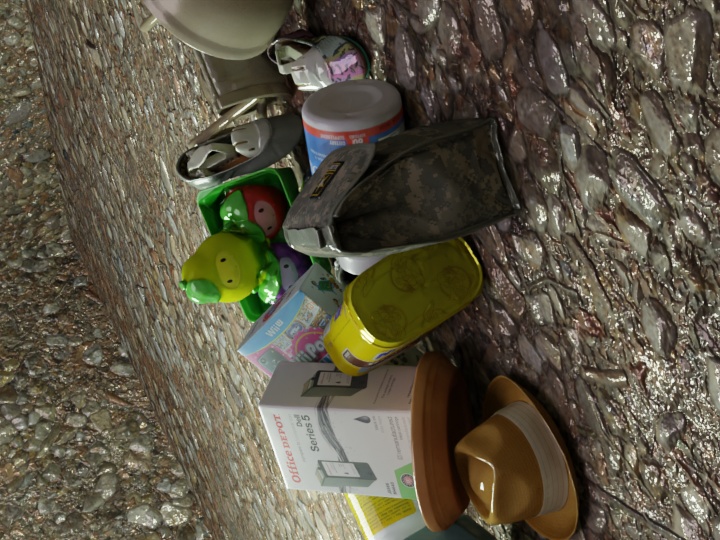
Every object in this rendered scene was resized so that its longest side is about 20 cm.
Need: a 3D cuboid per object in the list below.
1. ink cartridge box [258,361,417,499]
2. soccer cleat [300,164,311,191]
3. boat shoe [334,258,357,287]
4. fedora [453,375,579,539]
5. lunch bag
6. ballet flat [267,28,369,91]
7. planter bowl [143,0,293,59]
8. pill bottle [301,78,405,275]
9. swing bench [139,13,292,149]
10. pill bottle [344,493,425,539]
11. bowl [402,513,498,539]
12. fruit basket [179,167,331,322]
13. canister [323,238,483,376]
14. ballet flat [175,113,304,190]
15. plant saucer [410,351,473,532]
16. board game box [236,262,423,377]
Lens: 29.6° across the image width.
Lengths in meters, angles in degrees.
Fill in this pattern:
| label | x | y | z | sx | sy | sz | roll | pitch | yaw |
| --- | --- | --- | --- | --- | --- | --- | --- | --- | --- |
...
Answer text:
| label | x | y | z | sx | sy | sz | roll | pitch | yaw |
| --- | --- | --- | --- | --- | --- | --- | --- | --- | --- |
| ink cartridge box | -0.005 | 0.189 | 1.621 | 0.084 | 0.198 | 0.146 | -64 | -33 | -48 |
| soccer cleat | -0.041 | -0.099 | 1.724 | 0.200 | 0.067 | 0.082 | 172 | 91 | -72 |
| boat shoe | 0.000 | 0.000 | 1.699 | 0.200 | 0.065 | 0.072 | 43 | 148 | 54 |
| fedora | 0.155 | 0.211 | 1.450 | 0.201 | 0.081 | 0.202 | 54 | 156 | 38 |
| lunch bag | 0.026 | -0.073 | 1.335 | 0.164 | 0.199 | 0.118 | 6 | 116 | 71 |
| ballet flat | -0.058 | -0.243 | 1.601 | 0.200 | 0.071 | 0.070 | 34 | 140 | 60 |
| planter bowl | -0.150 | -0.366 | 1.589 | 0.135 | 0.199 | 0.201 | -40 | 69 | 43 |
| pill bottle | 0.002 | -0.100 | 1.516 | 0.112 | 0.112 | 0.201 | 44 | 149 | 53 |
| swing bench | -0.189 | -0.296 | 1.843 | 0.200 | 0.129 | 0.200 | 69 | 157 | 5 |
| pill bottle | 0.042 | 0.305 | 1.828 | 0.201 | 0.112 | 0.113 | 64 | 161 | 18 |
| bowl | 0.129 | 0.360 | 1.586 | 0.201 | 0.105 | 0.201 | 41 | 172 | 7 |
| fruit basket | -0.146 | -0.025 | 1.837 | 0.216 | 0.154 | 0.217 | 42 | -140 | -49 |
| canister | 0.040 | 0.042 | 1.501 | 0.087 | 0.148 | 0.200 | 58 | 162 | 7 |
| ballet flat | -0.167 | -0.161 | 1.837 | 0.199 | 0.064 | 0.068 | -22 | 64 | 30 |
| plant saucer | 0.097 | 0.191 | 1.534 | 0.200 | 0.037 | 0.202 | -3 | -90 | -74 |
| board game box | -0.029 | 0.106 | 1.666 | 0.200 | 0.064 | 0.148 | 40 | 129 | -8 |
